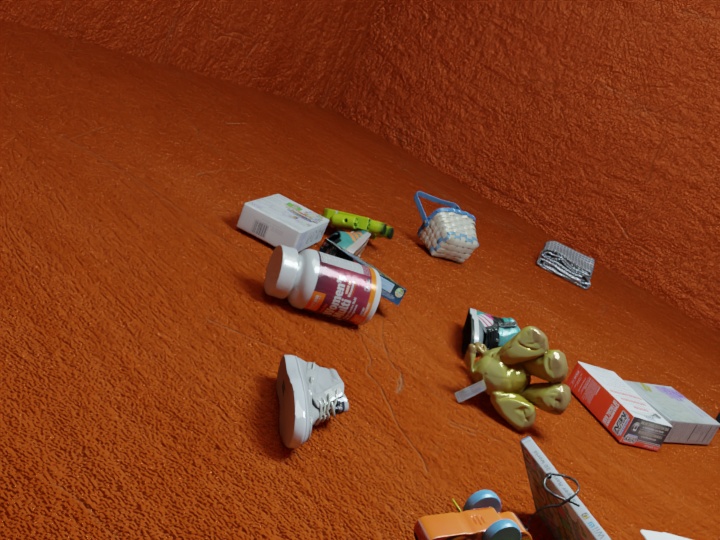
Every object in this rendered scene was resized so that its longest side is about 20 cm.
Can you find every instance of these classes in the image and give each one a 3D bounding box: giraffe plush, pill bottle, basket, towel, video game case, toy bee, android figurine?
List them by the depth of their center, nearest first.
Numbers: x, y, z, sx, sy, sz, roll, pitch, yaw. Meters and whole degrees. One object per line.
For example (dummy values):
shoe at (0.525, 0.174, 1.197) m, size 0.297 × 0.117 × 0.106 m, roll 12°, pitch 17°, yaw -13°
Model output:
toy bee at (0.160, 0.321, 0.888) m, size 0.196 × 0.111 × 0.131 m, roll -1°, pitch 26°, yaw 3°
video game case at (0.265, 0.323, 0.956) m, size 0.018 × 0.145 × 0.200 m, roll -22°, pitch 30°, yaw -8°
giraffe plush at (0.268, 0.185, 1.369) m, size 0.196 × 0.176 × 0.162 m, roll -9°, pitch 1°, yaw 10°
pill bottle at (-0.069, 0.025, 1.395) m, size 0.197 × 0.111 × 0.110 m, roll 16°, pitch 18°, yaw -23°
android figurine at (-0.019, -0.116, 1.924) m, size 0.196 × 0.042 × 0.182 m, roll 13°, pitch -2°, yaw 19°
basket at (0.241, -0.131, 2.186) m, size 0.174 × 0.139 × 0.203 m, roll 13°, pitch 51°, yaw -32°
towel at (0.721, -0.026, 2.658) m, size 0.197 × 0.087 × 0.165 m, roll 28°, pitch 18°, yaw 10°

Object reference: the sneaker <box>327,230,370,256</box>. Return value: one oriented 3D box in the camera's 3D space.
sneaker at (-0.033, -0.064, 1.772) m, size 0.079 × 0.072 × 0.200 m, roll 30°, pitch 19°, yaw 6°

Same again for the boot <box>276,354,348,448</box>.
boot at (-0.059, 0.175, 1.025) m, size 0.094 × 0.075 × 0.200 m, roll 12°, pitch 18°, yaw -13°

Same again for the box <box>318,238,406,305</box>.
box at (0.000, 0.000, 1.581) m, size 0.135 × 0.038 × 0.200 m, roll 29°, pitch 3°, yaw -24°

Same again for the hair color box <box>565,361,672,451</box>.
hair color box at (0.518, 0.272, 1.543) m, size 0.109 × 0.065 × 0.200 m, roll 17°, pitch 17°, yaw -25°

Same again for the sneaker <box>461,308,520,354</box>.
sneaker at (0.273, 0.141, 1.576) m, size 0.118 × 0.085 × 0.200 m, roll 15°, pitch 15°, yaw 5°

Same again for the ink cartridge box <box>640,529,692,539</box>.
ink cartridge box at (0.457, 0.422, 1.010) m, size 0.197 × 0.068 × 0.117 m, roll 20°, pitch 17°, yaw -20°

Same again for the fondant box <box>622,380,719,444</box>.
fondant box at (0.654, 0.305, 1.638) m, size 0.197 × 0.059 × 0.144 m, roll 13°, pitch 20°, yaw -36°

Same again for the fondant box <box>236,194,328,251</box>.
fondant box at (-0.170, -0.107, 1.711) m, size 0.142 × 0.059 × 0.200 m, roll 27°, pitch 18°, yaw 9°

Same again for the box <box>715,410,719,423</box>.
box at (0.941, 0.371, 1.718) m, size 0.197 × 0.126 × 0.197 m, roll 27°, pitch 16°, yaw 7°
